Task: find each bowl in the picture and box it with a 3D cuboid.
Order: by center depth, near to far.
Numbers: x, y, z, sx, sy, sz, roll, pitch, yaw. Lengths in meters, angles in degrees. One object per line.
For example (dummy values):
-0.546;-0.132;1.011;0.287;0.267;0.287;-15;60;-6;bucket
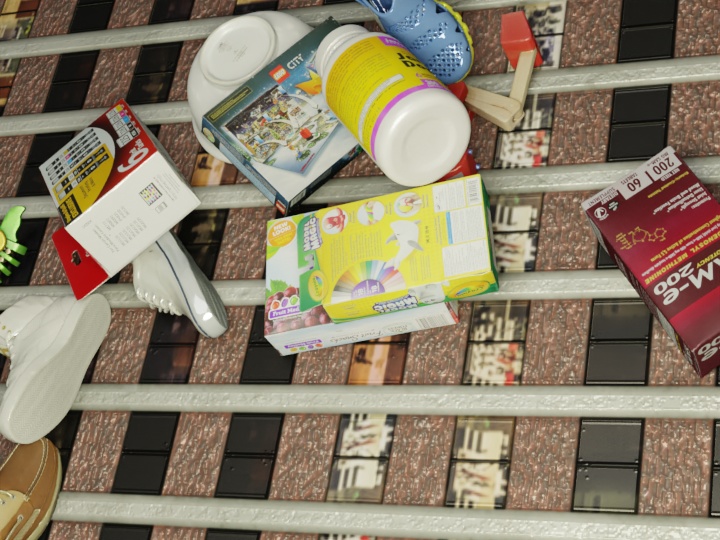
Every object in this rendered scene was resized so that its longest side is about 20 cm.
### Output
-0.125;-0.231;1.650;0.199;0.090;0.203;-11;57;17;bowl

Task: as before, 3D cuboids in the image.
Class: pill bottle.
0.025;-0.178;1.458;0.104;0.104;0.200;-37;44;-1;pill bottle

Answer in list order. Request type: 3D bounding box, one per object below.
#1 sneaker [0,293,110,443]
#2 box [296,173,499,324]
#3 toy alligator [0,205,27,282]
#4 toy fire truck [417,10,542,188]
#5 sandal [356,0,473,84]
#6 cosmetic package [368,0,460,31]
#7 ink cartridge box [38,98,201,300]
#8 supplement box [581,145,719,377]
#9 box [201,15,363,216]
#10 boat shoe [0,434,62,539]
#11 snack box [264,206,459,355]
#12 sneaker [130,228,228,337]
-0.367;0.106;1.563;0.115;0.074;0.201;2;44;27;sneaker
0.034;-0.017;1.414;0.198;0.048;0.118;-10;58;12;box
-0.458;0.007;1.683;0.054;0.059;0.200;45;84;-4;toy alligator
0.126;-0.176;1.529;0.140;0.049;0.202;-10;57;19;toy fire truck
0.040;-0.276;1.498;0.079;0.087;0.200;-41;91;26;sandal
0.073;-0.414;1.623;0.198;0.165;0.166;-20;55;12;cosmetic package
-0.291;-0.082;1.598;0.175;0.084;0.200;-40;31;-2;ink cartridge box
0.307;-0.011;1.343;0.108;0.061;0.201;-33;54;2;supplement box
-0.056;-0.172;1.553;0.137;0.038;0.200;44;67;12;box
-0.378;0.261;1.478;0.075;0.074;0.201;7;62;27;boat shoe
0.000;0.000;1.478;0.198;0.053;0.143;-11;56;16;snack box
-0.207;0.019;1.555;0.071;0.073;0.200;-39;43;1;sneaker
